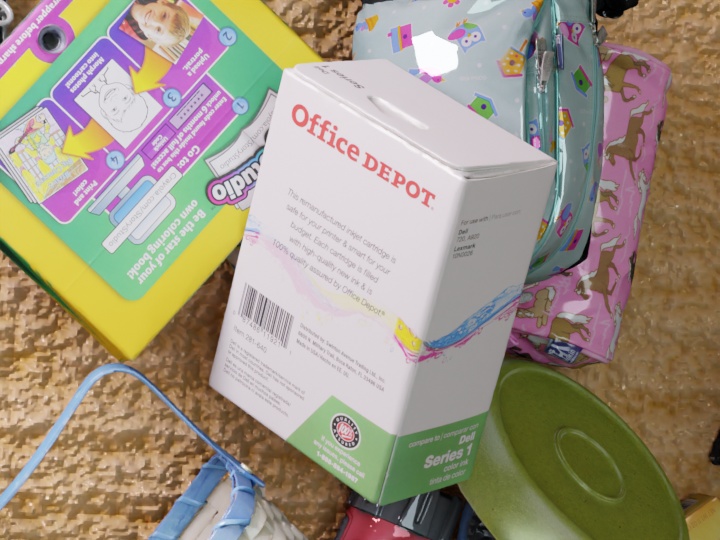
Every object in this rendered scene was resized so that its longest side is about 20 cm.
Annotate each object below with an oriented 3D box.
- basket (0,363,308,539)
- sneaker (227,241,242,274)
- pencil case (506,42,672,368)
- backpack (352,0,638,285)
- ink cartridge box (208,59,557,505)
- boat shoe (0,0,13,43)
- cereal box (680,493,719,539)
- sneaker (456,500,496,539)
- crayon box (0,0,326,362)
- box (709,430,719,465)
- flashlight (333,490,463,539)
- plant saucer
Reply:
[{"bbox_3d":[-0.121,0.176,1.635,0.200,0.139,0.177,40,91,-17],"label":"basket"},{"bbox_3d":[-0.112,-0.069,1.689,0.104,0.076,0.201,-18,91,-1],"label":"sneaker"},{"bbox_3d":[0.133,-0.042,1.750,0.082,0.087,0.201,12,85,14],"label":"pencil case"},{"bbox_3d":[0.067,-0.089,1.669,0.126,0.166,0.201,6,81,-55],"label":"backpack"},{"bbox_3d":[0.010,0.002,1.574,0.084,0.145,0.201,-11,124,-45],"label":"ink cartridge box"},{"bbox_3d":[-0.235,-0.144,1.646,0.073,0.068,0.201,5,88,-17],"label":"boat shoe"},{"bbox_3d":[0.209,0.260,1.788,0.144,0.040,0.201,-35,99,-14],"label":"cereal box"},{"bbox_3d":[0.081,0.211,1.740,0.066,0.078,0.201,10,106,1],"label":"sneaker"},{"bbox_3d":[-0.127,-0.080,1.611,0.173,0.058,0.200,44,80,-9],"label":"crayon box"},{"bbox_3d":[0.328,0.051,1.753,0.104,0.182,0.201,27,82,-15],"label":"box"},{"bbox_3d":[-0.005,0.217,1.713,0.068,0.067,0.201,27,82,-49],"label":"flashlight"},{"bbox_3d":[0.127,0.123,1.694,0.200,0.200,0.031,39,116,-13],"label":"plant saucer"}]
